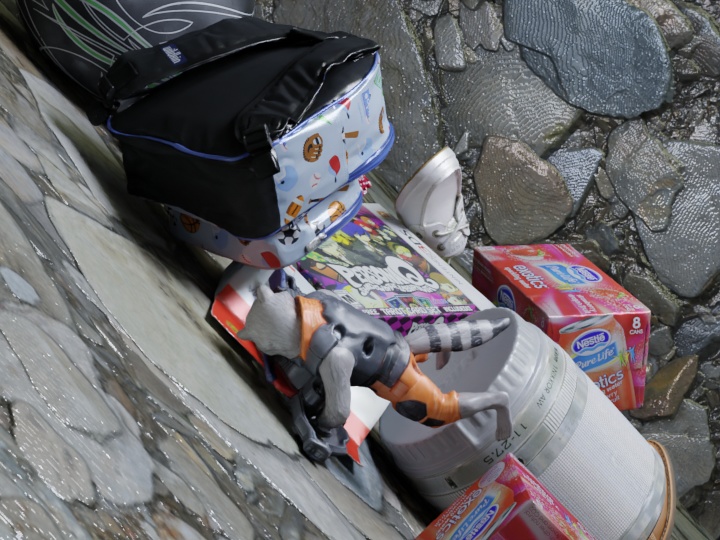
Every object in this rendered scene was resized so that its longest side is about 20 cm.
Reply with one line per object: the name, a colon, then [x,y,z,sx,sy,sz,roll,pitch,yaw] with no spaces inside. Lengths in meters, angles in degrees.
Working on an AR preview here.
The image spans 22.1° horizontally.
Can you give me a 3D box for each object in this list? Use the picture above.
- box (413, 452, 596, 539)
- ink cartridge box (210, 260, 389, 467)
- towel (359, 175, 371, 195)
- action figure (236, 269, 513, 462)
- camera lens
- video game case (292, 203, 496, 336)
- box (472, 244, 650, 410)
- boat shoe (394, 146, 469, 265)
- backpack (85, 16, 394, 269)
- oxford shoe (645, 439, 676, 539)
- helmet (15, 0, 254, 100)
box: [0.138,0.236,1.260,0.200,0.100,0.096,46,7,-15]
ink cartridge box: [-0.040,0.055,1.404,0.162,0.050,0.200,46,4,-7]
towel: [-0.100,-0.106,1.666,0.200,0.144,0.023,41,45,-43]
action figure: [0.000,0.043,1.314,0.192,0.105,0.201,13,34,-30]
camera lens: [0.131,0.149,1.458,0.200,0.160,0.160,46,7,-20]
video game case: [0.000,0.000,1.627,0.199,0.036,0.181,0,34,-47]
box: [0.176,0.049,1.675,0.099,0.096,0.200,-2,19,-15]
boat shoe: [0.075,-0.044,1.748,0.069,0.071,0.200,47,-21,17]
backpack: [-0.069,-0.102,1.392,0.199,0.190,0.155,23,-39,38]
oxford shoe: [0.216,0.223,1.572,0.071,0.201,0.071,38,-35,-27]
helmet: [-0.187,-0.231,1.539,0.200,0.200,0.191,46,28,-10]
